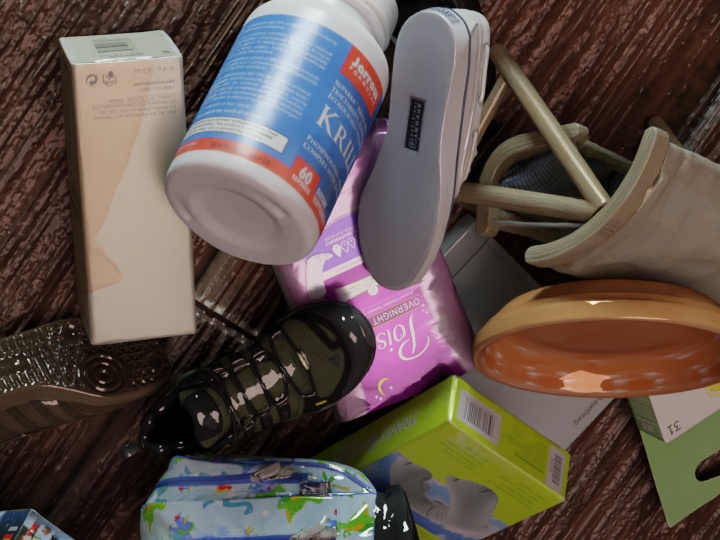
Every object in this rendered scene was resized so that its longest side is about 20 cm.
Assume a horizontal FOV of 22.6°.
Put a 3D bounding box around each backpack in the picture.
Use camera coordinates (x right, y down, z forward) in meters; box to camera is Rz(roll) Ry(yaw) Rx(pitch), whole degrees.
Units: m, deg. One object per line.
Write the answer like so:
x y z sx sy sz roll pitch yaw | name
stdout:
-0.059 0.196 1.282 0.198 0.163 0.155 -15 75 1 | backpack

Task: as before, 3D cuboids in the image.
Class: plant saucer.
0.177 0.048 1.277 0.198 0.200 0.038 8 71 -19 | plant saucer

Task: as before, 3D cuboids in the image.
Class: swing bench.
0.187 -0.047 1.290 0.198 0.200 0.131 20 102 -39 | swing bench

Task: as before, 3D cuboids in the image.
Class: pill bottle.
-0.046 -0.114 1.232 0.112 0.112 0.201 37 59 -24 | pill bottle

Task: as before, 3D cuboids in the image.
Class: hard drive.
0.106 0.069 1.425 0.132 0.027 0.200 -46 114 2 | hard drive

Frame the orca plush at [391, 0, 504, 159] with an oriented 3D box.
0.055 -0.165 1.306 0.104 0.071 0.202 -18 112 -10 | orca plush

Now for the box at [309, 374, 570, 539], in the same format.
0.046 0.160 1.364 0.122 0.048 0.199 34 136 -24 | box

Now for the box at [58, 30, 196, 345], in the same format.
-0.163 -0.059 1.265 0.077 0.095 0.202 -6 108 -14 | box

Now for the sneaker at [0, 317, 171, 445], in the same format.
-0.238 0.085 1.314 0.198 0.071 0.076 -4 148 -28 | sneaker

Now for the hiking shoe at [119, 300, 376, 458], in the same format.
-0.076 0.090 1.273 0.199 0.101 0.076 -30 96 30 | hiking shoe

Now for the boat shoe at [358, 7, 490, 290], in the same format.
0.053 -0.082 1.252 0.065 0.073 0.202 -13 124 -48 | boat shoe

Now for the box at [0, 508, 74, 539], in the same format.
-0.235 0.226 1.287 0.136 0.199 0.038 41 60 -23 | box

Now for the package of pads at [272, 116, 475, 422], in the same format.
0.000 0.000 1.328 0.120 0.076 0.202 -23 102 -3 | package of pads

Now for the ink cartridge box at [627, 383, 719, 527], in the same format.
0.289 0.099 1.467 0.145 0.048 0.202 -29 112 -18 | ink cartridge box
